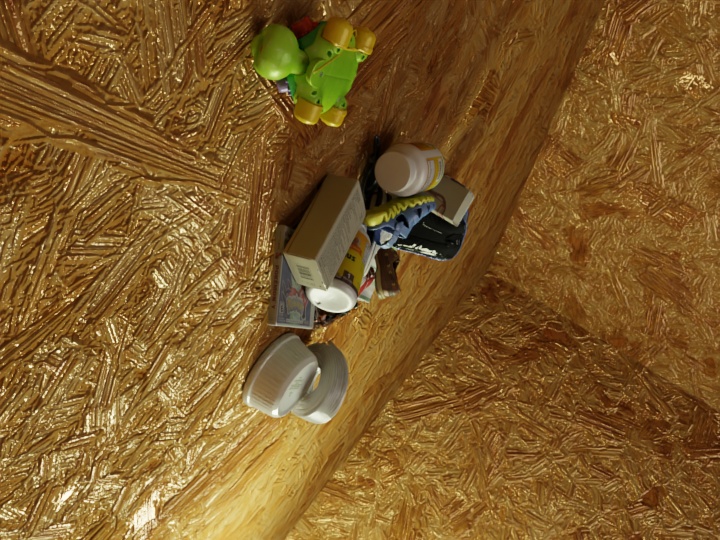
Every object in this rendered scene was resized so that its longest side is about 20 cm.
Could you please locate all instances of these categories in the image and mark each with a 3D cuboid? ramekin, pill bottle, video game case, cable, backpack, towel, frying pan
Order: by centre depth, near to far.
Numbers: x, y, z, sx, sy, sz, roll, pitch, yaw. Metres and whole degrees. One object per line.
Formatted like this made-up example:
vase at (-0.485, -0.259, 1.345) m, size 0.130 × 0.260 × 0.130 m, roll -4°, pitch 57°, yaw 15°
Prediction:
video game case at (-0.127, 0.020, 1.202) m, size 0.200 × 0.023 × 0.186 m, roll 24°, pitch 70°, yaw -73°
pill bottle at (-0.041, -0.023, 1.263) m, size 0.110 × 0.107 × 0.202 m, roll 97°, pitch 6°, yaw -55°
pill bottle at (0.105, -0.222, 1.330) m, size 0.199 × 0.110 × 0.112 m, roll -27°, pitch 145°, yaw -63°
frying pan at (0.024, -0.220, 1.335) m, size 0.116 × 0.031 × 0.190 m, roll -59°, pitch 160°, yaw 1°
ramekin at (-0.185, 0.259, 1.464) m, size 0.203 × 0.094 × 0.203 m, roll -50°, pitch 161°, yaw -24°
cable at (-0.110, 0.287, 1.564) m, size 0.069 × 0.199 × 0.202 m, roll 28°, pitch 91°, yaw -35°
backpack at (0.193, -0.138, 1.664) m, size 0.148 × 0.197 × 0.185 m, roll -67°, pitch 176°, yaw -54°
towel at (0.045, 0.000, 1.772) m, size 0.202 × 0.030 × 0.149 m, roll -60°, pitch 164°, yaw 3°

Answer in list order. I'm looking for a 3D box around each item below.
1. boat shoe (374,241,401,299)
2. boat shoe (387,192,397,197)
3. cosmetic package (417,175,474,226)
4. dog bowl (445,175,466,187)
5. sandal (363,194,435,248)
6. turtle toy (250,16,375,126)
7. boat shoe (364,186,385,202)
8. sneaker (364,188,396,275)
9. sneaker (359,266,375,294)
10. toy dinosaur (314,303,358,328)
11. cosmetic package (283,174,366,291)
boat shoe at (0.074, -0.025, 1.595) m, size 0.072 × 0.066 × 0.204 m, roll 46°, pitch 39°, yaw -64°
boat shoe at (0.098, -0.141, 1.477) m, size 0.069 × 0.071 × 0.200 m, roll -70°, pitch -158°, yaw 10°
cosmetic package at (0.169, -0.198, 1.488) m, size 0.088 × 0.198 × 0.103 m, roll -60°, pitch 162°, yaw 5°
dog bowl at (0.259, -0.197, 1.951) m, size 0.201 × 0.078 × 0.201 m, roll -50°, pitch 161°, yaw -24°
sandal at (0.086, -0.109, 1.316) m, size 0.198 × 0.079 × 0.089 m, roll -24°, pitch 110°, yaw -32°
turtle toy at (-0.070, -0.286, 0.839) m, size 0.199 × 0.100 × 0.147 m, roll -21°, pitch 140°, yaw -62°
boat shoe at (0.005, -0.107, 1.423) m, size 0.202 × 0.070 × 0.065 m, roll -63°, pitch 161°, yaw -18°
sneaker at (0.052, -0.071, 1.372) m, size 0.114 × 0.075 × 0.204 m, roll 19°, pitch 88°, yaw -37°
sneaker at (0.000, 0.000, 1.576) m, size 0.112 × 0.071 × 0.201 m, roll -45°, pitch 166°, yaw -26°
toy dinosaur at (-0.084, 0.093, 1.519) m, size 0.136 × 0.102 × 0.200 m, roll -44°, pitch -178°, yaw 6°
cosmetic package at (-0.064, -0.074, 1.171) m, size 0.104 × 0.072 × 0.202 m, roll 74°, pitch 35°, yaw -52°
